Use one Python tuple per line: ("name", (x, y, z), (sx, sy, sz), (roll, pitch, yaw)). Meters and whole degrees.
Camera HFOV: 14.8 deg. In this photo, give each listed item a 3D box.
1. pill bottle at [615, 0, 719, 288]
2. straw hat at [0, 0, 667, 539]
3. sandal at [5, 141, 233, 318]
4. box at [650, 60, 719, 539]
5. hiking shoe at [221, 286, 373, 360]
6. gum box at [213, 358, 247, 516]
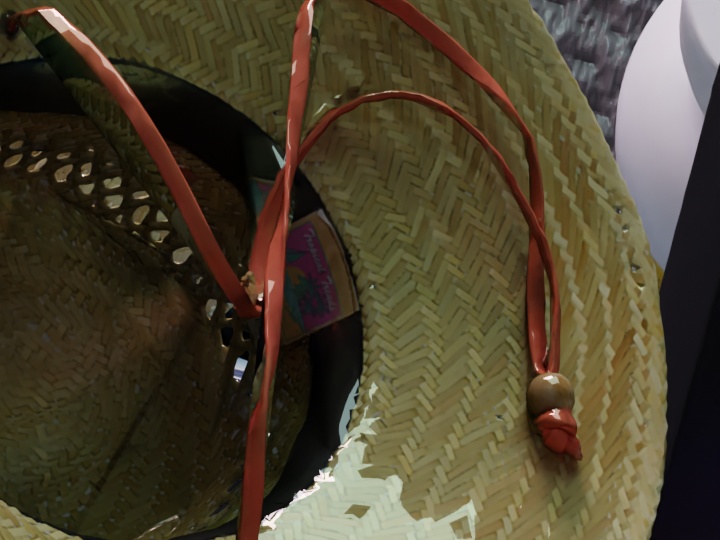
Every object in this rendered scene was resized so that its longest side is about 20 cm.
("pill bottle", (0.117, -0.014, 0.662), (0.112, 0.112, 0.200), (12, -25, 12))
("straw hat", (-0.048, 0.012, 0.450), (0.201, 0.202, 0.085), (10, -29, -38))
("sandal", (-0.047, -0.019, 0.610), (0.069, 0.078, 0.212), (5, -3, 4))
("box", (0.157, 0.032, 0.539), (0.199, 0.142, 0.079), (11, 25, -1))
("hiking shoe", (0.000, 0.000, 0.759), (0.200, 0.076, 0.101), (24, 54, 35))
("gum box", (-0.074, 0.039, 0.600), (0.169, 0.045, 0.200), (9, 2, -32))
